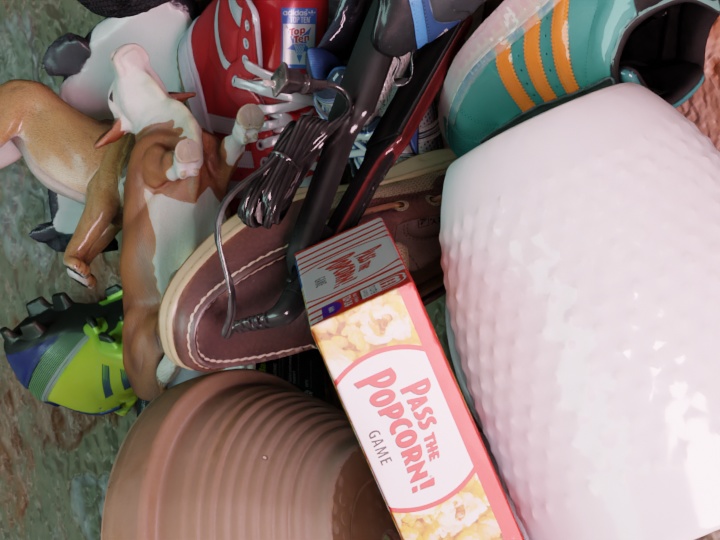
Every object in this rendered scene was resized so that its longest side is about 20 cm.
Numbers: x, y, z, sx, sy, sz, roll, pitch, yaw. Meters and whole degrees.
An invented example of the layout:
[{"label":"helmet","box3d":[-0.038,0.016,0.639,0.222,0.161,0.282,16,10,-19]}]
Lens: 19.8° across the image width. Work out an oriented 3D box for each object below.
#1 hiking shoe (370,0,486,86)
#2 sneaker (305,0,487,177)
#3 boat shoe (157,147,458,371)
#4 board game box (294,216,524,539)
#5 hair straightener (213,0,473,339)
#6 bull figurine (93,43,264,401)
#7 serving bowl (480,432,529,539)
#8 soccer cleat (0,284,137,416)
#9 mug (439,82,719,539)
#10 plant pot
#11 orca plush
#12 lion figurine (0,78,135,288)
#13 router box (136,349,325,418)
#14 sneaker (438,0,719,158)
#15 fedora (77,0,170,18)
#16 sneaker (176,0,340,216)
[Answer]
[{"label":"hiking shoe","box3d":[-0.015,-0.187,0.926,0.087,0.074,0.200,-39,83,2]},{"label":"sneaker","box3d":[0.007,-0.085,1.047,0.077,0.085,0.202,21,114,49]},{"label":"boat shoe","box3d":[0.000,0.000,0.980,0.072,0.199,0.073,31,134,48]},{"label":"board game box","box3d":[0.033,0.088,0.863,0.152,0.046,0.201,-110,-4,-78]},{"label":"hair straightener","box3d":[-0.022,-0.059,0.950,0.201,0.077,0.041,-60,21,-19]},{"label":"bull figurine","box3d":[-0.094,-0.026,1.082,0.121,0.065,0.202,159,107,-67]},{"label":"serving bowl","box3d":[0.055,0.170,1.053,0.199,0.065,0.202,15,109,50]},{"label":"soccer cleat","box3d":[-0.154,0.056,1.323,0.199,0.065,0.084,-3,124,49]},{"label":"mug","box3d":[0.099,0.026,0.886,0.200,0.147,0.177,-30,82,59]},{"label":"plant pot","box3d":[-0.020,0.138,0.952,0.092,0.200,0.203,-16,84,32]},{"label":"orca plush","box3d":[-0.141,-0.100,1.278,0.104,0.071,0.201,14,125,3]},{"label":"lion figurine","box3d":[-0.171,-0.068,1.213,0.199,0.123,0.073,28,169,8]},{"label":"router box","box3d":[-0.075,0.108,1.146,0.150,0.062,0.201,123,154,-43]},{"label":"sneaker","box3d":[0.103,-0.092,0.932,0.080,0.071,0.200,62,143,18]},{"label":"fedora","box3d":[-0.137,-0.203,1.182,0.200,0.200,0.092,15,140,50]},{"label":"sneaker","box3d":[-0.037,-0.078,1.117,0.113,0.071,0.201,-48,58,49]}]
